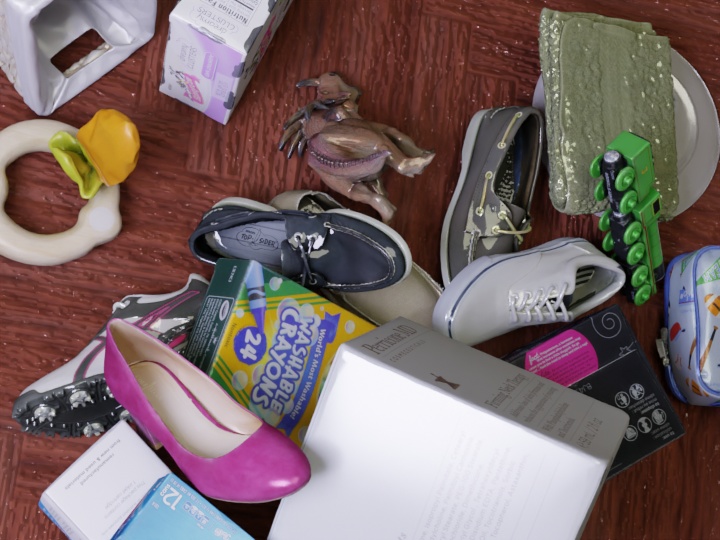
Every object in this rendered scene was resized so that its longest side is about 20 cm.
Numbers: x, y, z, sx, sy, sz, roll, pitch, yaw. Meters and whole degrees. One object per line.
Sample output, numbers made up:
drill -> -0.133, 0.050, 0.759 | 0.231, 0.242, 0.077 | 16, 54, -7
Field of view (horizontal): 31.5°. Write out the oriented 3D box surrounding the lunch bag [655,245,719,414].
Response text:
lunch bag -> 0.375, 0.060, 1.199 | 0.199, 0.076, 0.161 | 4, 79, -15

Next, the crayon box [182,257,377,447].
crayon box -> -0.050, 0.086, 1.048 | 0.200, 0.052, 0.126 | 30, 73, -38

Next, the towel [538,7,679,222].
towel -> 0.232, -0.145, 1.193 | 0.148, 0.036, 0.201 | 3, 77, -27

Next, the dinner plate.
dinner plate -> 0.264, -0.144, 1.243 | 0.200, 0.024, 0.201 | 3, 77, -15

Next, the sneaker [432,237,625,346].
sneaker -> 0.151, 0.018, 1.111 | 0.200, 0.071, 0.073 | -24, 120, -33

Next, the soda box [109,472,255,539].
soda box -> -0.081, 0.231, 0.897 | 0.200, 0.064, 0.068 | 40, 71, -4

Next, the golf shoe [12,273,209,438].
golf shoe -> -0.197, 0.074, 1.064 | 0.200, 0.077, 0.088 | -22, 57, -14

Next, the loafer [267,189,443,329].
loafer -> 0.000, 0.000, 1.120 | 0.200, 0.068, 0.076 | 35, 72, -5

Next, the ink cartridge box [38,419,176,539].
ink cartridge box -> -0.153, 0.223, 0.992 | 0.200, 0.146, 0.086 | 46, 70, -1

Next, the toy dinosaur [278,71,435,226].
toy dinosaur -> -0.014, -0.105, 1.100 | 0.135, 0.200, 0.086 | 33, 102, -4

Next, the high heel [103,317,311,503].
high heel -> -0.112, 0.094, 0.895 | 0.067, 0.200, 0.096 | -32, 121, -28

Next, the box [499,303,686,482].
box -> 0.152, 0.136, 1.105 | 0.200, 0.115, 0.132 | -26, 87, -17

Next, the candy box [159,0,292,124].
candy box -> -0.094, -0.248, 1.098 | 0.071, 0.168, 0.200 | 28, 73, -5

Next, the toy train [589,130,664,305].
toy train -> 0.244, -0.044, 1.143 | 0.056, 0.200, 0.042 | -43, 51, -17

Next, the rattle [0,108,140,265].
rattle -> -0.288, -0.065, 1.029 | 0.200, 0.143, 0.131 | -2, 97, -21

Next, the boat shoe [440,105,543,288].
boat shoe -> 0.123, -0.056, 1.158 | 0.072, 0.060, 0.202 | 24, 70, -40

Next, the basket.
basket -> -0.254, -0.240, 1.043 | 0.136, 0.200, 0.123 | -41, 85, -18

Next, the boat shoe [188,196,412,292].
boat shoe -> -0.057, -0.016, 1.057 | 0.199, 0.075, 0.066 | 17, 30, 25

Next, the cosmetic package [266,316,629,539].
cosmetic package -> 0.068, 0.155, 0.938 | 0.200, 0.167, 0.167 | 23, 101, 14
